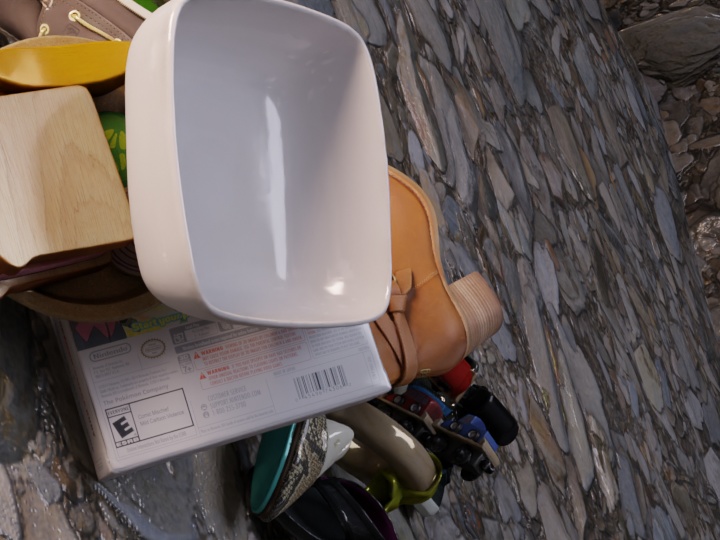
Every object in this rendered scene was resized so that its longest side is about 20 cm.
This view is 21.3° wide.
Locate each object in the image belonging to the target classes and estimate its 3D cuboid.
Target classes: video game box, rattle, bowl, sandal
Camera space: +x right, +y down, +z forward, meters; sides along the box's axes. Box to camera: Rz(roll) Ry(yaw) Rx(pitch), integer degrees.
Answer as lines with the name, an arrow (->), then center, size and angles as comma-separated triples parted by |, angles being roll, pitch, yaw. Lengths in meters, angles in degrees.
video game box -> -0.100, 0.020, 1.234 | 0.047, 0.198, 0.184 | -32, -106, 65
rattle -> -0.044, 0.145, 1.492 | 0.200, 0.143, 0.130 | 42, -5, -25
bowl -> -0.070, -0.062, 1.168 | 0.199, 0.074, 0.202 | 4, 80, -52
sandal -> 0.006, 0.195, 1.423 | 0.200, 0.048, 0.075 | 35, 13, -4

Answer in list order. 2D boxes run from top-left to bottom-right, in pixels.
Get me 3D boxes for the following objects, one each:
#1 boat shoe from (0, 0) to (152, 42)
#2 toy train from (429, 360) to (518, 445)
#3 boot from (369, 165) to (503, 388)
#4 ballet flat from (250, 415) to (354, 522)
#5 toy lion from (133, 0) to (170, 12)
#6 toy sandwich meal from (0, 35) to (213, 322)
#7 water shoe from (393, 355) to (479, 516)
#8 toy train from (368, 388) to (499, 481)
boat shoe -> -0.178, -0.148, 1.254 | 0.199, 0.072, 0.060 | 27, 53, -6
toy train -> 0.066, 0.078, 1.549 | 0.200, 0.034, 0.046 | 47, -10, -31
boot -> 0.000, 0.000, 1.436 | 0.154, 0.074, 0.200 | -24, 60, -43
ballet flat -> -0.038, 0.094, 1.405 | 0.075, 0.068, 0.201 | 16, 53, -24
toy lion -> -0.160, -0.200, 1.404 | 0.200, 0.069, 0.192 | 40, 8, -41
toy sandwich meal -> -0.170, -0.063, 1.158 | 0.204, 0.070, 0.207 | 9, 69, -25
water shoe -> 0.072, 0.136, 1.763 | 0.072, 0.078, 0.201 | 56, 22, -34
toy train -> 0.042, 0.120, 1.555 | 0.199, 0.046, 0.034 | 24, -25, 45
